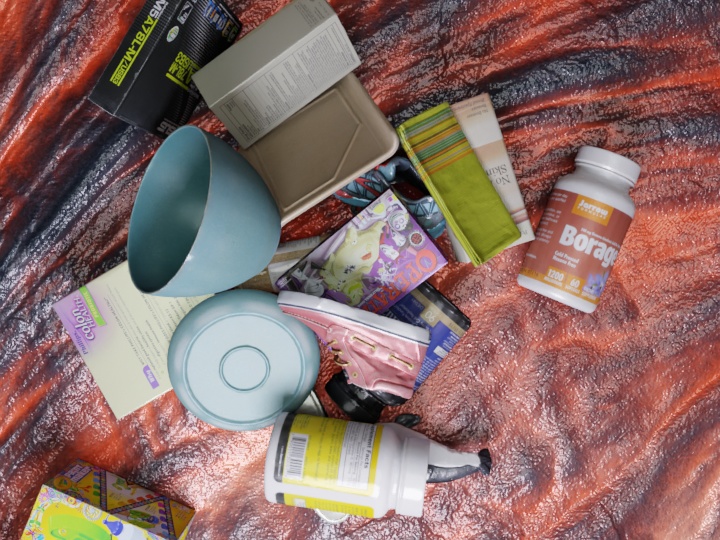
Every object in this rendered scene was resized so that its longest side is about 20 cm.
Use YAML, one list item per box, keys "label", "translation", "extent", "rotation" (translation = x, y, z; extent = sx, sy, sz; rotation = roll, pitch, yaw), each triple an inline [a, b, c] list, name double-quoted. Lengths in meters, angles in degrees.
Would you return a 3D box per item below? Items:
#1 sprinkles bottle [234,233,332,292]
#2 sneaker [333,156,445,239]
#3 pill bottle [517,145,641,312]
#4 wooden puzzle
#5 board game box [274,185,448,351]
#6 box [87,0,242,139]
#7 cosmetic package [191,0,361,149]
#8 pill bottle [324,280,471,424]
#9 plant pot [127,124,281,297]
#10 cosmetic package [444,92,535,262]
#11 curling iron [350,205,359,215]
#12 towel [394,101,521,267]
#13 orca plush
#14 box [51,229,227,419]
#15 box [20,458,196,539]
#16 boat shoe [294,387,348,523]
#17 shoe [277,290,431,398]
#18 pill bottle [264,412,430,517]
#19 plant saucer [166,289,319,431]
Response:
- label: "sprinkles bottle"
  translation: [-0.074, -0.011, 1.068]
  extent: [0.198, 0.068, 0.069]
  rotation: [-11, 93, 2]
- label: "sneaker"
  translation: [0.033, -0.125, 1.027]
  extent: [0.199, 0.096, 0.079]
  rotation: [29, 55, 13]
- label: "pill bottle"
  translation: [0.294, -0.056, 1.036]
  extent: [0.111, 0.112, 0.202]
  rotation: [21, 94, 0]
- label: "wooden puzzle"
  translation: [-0.059, -0.156, 1.026]
  extent: [0.199, 0.037, 0.186]
  rotation: [-35, 47, 6]
- label: "board game box"
  translation: [0.000, 0.000, 1.003]
  extent: [0.199, 0.032, 0.120]
  rotation: [-39, 101, 17]
- label: "box"
  translation: [-0.238, -0.268, 0.990]
  extent: [0.047, 0.200, 0.194]
  rotation: [30, 92, 6]
- label: "cosmetic package"
  translation: [-0.108, -0.264, 1.028]
  extent: [0.199, 0.104, 0.073]
  rotation: [-34, 59, 2]
- label: "pill bottle"
  translation: [0.047, 0.109, 1.050]
  extent: [0.112, 0.112, 0.200]
  rotation: [40, 93, -1]
- label: "plant pot"
  translation: [-0.175, -0.055, 0.940]
  extent: [0.134, 0.199, 0.202]
  rotation: [17, 94, -38]
- label: "cosmetic package"
  translation: [0.150, -0.121, 1.047]
  extent: [0.102, 0.087, 0.202]
  rotation: [-20, 93, 0]
- label: "curling iron"
  translation: [-0.057, -0.111, 1.082]
  extent: [0.198, 0.026, 0.050]
  rotation: [20, 89, 0]
- label: "towel"
  translation: [0.126, -0.110, 0.980]
  extent: [0.086, 0.018, 0.201]
  rotation: [-32, 92, -23]
- label: "orca plush"
  translation: [0.081, 0.262, 1.096]
  extent: [0.197, 0.071, 0.106]
  rotation: [-1, 49, -3]
- label: "box"
  translation: [-0.275, 0.069, 1.062]
  extent: [0.199, 0.097, 0.177]
  rotation: [-30, 93, 2]
- label: "box"
  translation: [-0.361, 0.401, 1.069]
  extent: [0.191, 0.122, 0.202]
  rotation: [23, 93, 1]
- label: "boat shoe"
  translation: [-0.060, 0.248, 1.085]
  extent: [0.074, 0.062, 0.202]
  rotation: [-24, 90, 5]
- label: "shoe"
  translation: [-0.017, 0.091, 0.966]
  extent: [0.198, 0.071, 0.092]
  rotation: [16, 86, 3]
- label: "pill bottle"
  translation: [-0.015, 0.249, 0.991]
  extent: [0.198, 0.114, 0.116]
  rotation: [7, 93, 6]
- label: "plant saucer"
  translation: [-0.149, 0.123, 1.009]
  extent: [0.198, 0.027, 0.202]
  rotation: [-3, 109, -8]
